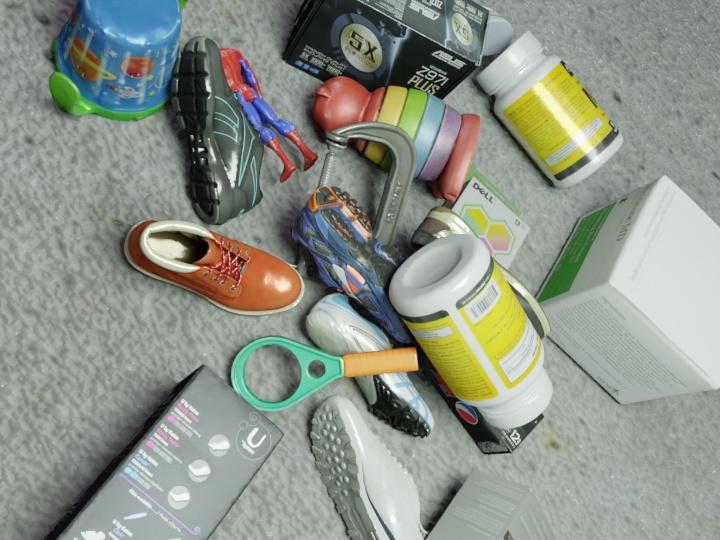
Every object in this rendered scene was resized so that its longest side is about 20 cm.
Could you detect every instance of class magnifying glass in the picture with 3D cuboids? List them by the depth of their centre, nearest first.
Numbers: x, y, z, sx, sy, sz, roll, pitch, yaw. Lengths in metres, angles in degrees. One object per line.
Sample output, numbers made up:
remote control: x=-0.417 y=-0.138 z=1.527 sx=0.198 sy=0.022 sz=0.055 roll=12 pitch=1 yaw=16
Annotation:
magnifying glass: x=-0.039 y=0.104 z=0.795 sx=0.199 sy=0.022 sz=0.080 roll=-6 pitch=90 yaw=0

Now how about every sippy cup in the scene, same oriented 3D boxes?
sippy cup: x=-0.248 y=-0.248 z=0.789 sx=0.139 sy=0.130 sz=0.179 roll=6 pitch=72 yaw=-24

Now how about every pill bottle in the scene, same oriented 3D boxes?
pill bottle: x=0.124 y=0.069 z=0.789 sx=0.113 sy=0.112 sz=0.200 roll=-48 pitch=118 yaw=-28
pill bottle: x=0.258 y=-0.221 z=1.030 sx=0.200 sy=0.114 sz=0.114 roll=49 pitch=61 yaw=-5

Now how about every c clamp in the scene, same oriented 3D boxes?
c clamp: x=-0.023 y=-0.079 z=0.850 sx=0.170 sy=0.027 sz=0.201 roll=15 pitch=104 yaw=-24

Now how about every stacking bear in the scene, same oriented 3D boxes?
stacking bear: x=0.036 y=-0.173 z=0.916 sx=0.199 sy=0.121 sz=0.114 roll=20 pitch=97 yaw=-6

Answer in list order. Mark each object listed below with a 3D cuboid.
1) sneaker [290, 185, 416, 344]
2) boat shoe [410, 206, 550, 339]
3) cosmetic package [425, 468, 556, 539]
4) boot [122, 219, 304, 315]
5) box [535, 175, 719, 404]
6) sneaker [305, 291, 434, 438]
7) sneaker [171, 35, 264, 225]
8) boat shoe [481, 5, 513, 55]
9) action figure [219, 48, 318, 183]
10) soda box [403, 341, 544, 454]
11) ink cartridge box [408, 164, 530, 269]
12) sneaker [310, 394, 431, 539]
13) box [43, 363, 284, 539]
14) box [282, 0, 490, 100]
sneaker: x=0.000 y=0.000 z=0.824 sx=0.200 sy=0.078 sz=0.075 roll=53 pitch=42 yaw=-8
boat shoe: x=0.134 y=0.018 z=0.862 sx=0.066 sy=0.072 sz=0.201 roll=-45 pitch=97 yaw=-18
cosmetic package: x=0.118 y=0.329 z=0.799 sx=0.200 sy=0.090 sz=0.107 roll=-51 pitch=129 yaw=-29
boot: x=-0.143 y=-0.002 z=0.776 sx=0.199 sy=0.107 sz=0.075 roll=17 pitch=79 yaw=-21
box: x=0.370 y=0.031 z=0.975 sx=0.200 sy=0.171 sz=0.199 roll=41 pitch=62 yaw=-9
sneaker: x=0.021 y=0.107 z=0.848 sx=0.200 sy=0.072 sz=0.072 roll=50 pitch=54 yaw=-8
sneaker: x=-0.154 y=-0.154 z=0.823 sx=0.079 sy=0.075 sz=0.201 roll=-19 pitch=113 yaw=-40
boat shoe: x=0.110 y=-0.334 z=1.028 sx=0.199 sy=0.074 sz=0.066 roll=0 pitch=45 yaw=-20
action figure: x=-0.133 y=-0.194 z=0.875 sx=0.065 sy=0.052 sz=0.200 roll=-33 pitch=86 yaw=-35
soda box: x=0.128 y=0.121 z=0.896 sx=0.071 sy=0.063 sz=0.200 roll=-37 pitch=93 yaw=-30
ink cartridge box: x=0.148 y=-0.046 z=0.957 sx=0.104 sy=0.059 sz=0.200 roll=40 pitch=62 yaw=-10
sneaker: x=0.012 y=0.225 z=0.812 sx=0.080 sy=0.076 sz=0.201 roll=-22 pitch=93 yaw=-36
box: x=-0.182 y=0.202 z=0.691 sx=0.106 sy=0.122 sz=0.200 roll=42 pitch=62 yaw=-8
box: x=0.029 y=-0.287 z=0.913 sx=0.199 sy=0.164 sz=0.087 roll=23 pitch=66 yaw=-18
